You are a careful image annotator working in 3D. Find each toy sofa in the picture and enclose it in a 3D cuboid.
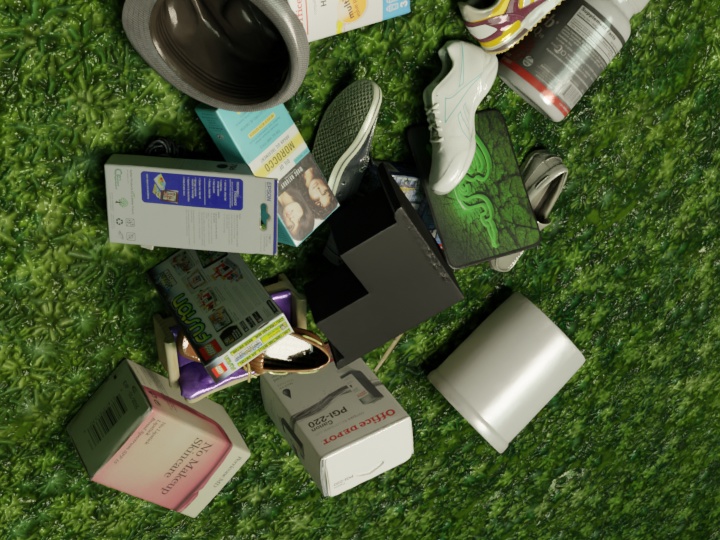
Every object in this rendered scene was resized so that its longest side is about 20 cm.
[{"bbox_3d":[-0.164,0.086,1.397,0.198,0.098,0.083,-18,132,-23],"label":"toy sofa"}]

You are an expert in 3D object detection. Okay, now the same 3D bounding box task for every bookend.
[{"bbox_3d":[0.000,0.000,1.374,0.199,0.093,0.199,-30,134,10],"label":"bookend"}]

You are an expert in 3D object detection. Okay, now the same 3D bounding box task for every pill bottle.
[{"bbox_3d":[0.280,-0.306,1.397,0.200,0.116,0.116,-51,136,8],"label":"pill bottle"}]

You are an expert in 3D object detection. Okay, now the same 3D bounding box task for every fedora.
[{"bbox_3d":[-0.141,-0.263,1.121,0.199,0.091,0.177,32,134,-20],"label":"fedora"}]

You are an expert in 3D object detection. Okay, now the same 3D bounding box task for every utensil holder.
[{"bbox_3d":[0.233,0.159,1.691,0.200,0.170,0.170,-44,137,0],"label":"utensil holder"}]

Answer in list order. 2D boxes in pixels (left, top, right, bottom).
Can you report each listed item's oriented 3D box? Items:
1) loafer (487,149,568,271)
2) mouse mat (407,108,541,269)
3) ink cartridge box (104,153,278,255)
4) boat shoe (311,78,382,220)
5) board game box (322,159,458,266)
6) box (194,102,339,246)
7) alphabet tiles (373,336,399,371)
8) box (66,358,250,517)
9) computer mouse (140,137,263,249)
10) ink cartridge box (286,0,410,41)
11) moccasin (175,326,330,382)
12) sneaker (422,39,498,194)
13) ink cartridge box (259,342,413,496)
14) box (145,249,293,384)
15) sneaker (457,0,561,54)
[{"bbox_3d":[0.246,-0.080,1.582,0.069,0.070,0.201,-1,123,-35],"label":"loafer"},{"bbox_3d":[0.155,-0.112,1.436,0.160,0.202,0.008,-16,175,-27],"label":"mouse mat"},{"bbox_3d":[-0.189,-0.075,1.214,0.198,0.039,0.100,6,117,3],"label":"ink cartridge box"},{"bbox_3d":[-0.018,-0.149,1.339,0.062,0.075,0.201,-4,128,-43],"label":"boat shoe"},{"bbox_3d":[0.056,-0.046,1.478,0.199,0.062,0.201,1,121,-37],"label":"board game box"},{"bbox_3d":[-0.107,-0.131,1.253,0.082,0.049,0.201,-45,125,-23],"label":"box"},{"bbox_3d":[0.082,0.054,1.539,0.201,0.006,0.166,-57,175,15],"label":"alphabet tiles"},{"bbox_3d":[-0.267,0.227,1.423,0.128,0.109,0.200,-48,136,6],"label":"box"},{"bbox_3d":[-0.172,-0.085,1.288,0.199,0.053,0.139,-2,123,-35],"label":"computer mouse"},{"bbox_3d":[-0.044,-0.324,1.181,0.199,0.068,0.116,-21,133,-21],"label":"ink cartridge box"},{"bbox_3d":[-0.132,0.098,1.334,0.200,0.078,0.074,16,93,-29],"label":"moccasin"},{"bbox_3d":[0.112,-0.199,1.376,0.080,0.070,0.202,14,88,-28],"label":"sneaker"},{"bbox_3d":[-0.036,0.203,1.504,0.145,0.200,0.085,-22,133,-20],"label":"ink cartridge box"},{"bbox_3d":[-0.172,0.036,1.275,0.110,0.200,0.035,-34,135,-8],"label":"box"},{"bbox_3d":[0.209,-0.367,1.328,0.200,0.075,0.090,-48,128,-4],"label":"sneaker"}]
